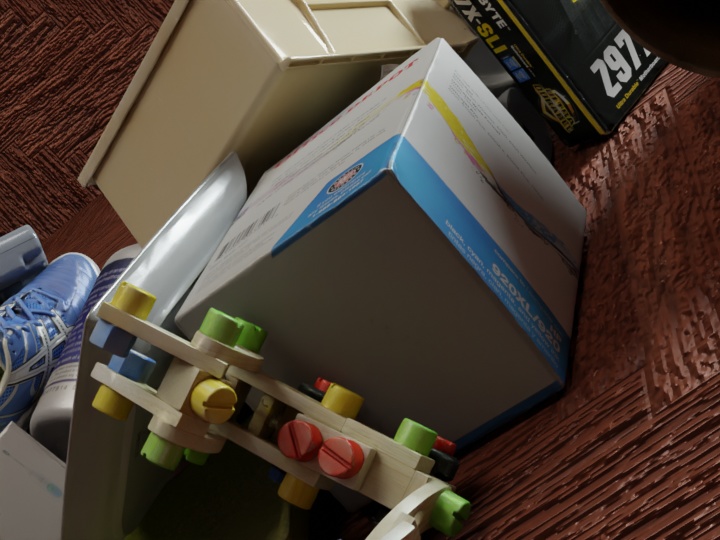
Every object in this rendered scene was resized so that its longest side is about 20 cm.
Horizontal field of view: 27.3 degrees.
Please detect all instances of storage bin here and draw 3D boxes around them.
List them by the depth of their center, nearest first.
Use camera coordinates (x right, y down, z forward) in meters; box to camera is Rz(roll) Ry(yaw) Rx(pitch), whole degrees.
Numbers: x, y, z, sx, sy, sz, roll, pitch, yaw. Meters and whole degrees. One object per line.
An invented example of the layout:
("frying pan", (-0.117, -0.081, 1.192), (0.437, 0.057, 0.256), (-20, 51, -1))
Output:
("storage bin", (-0.050, -0.107, 0.987), (0.198, 0.094, 0.200), (-14, -31, -47))

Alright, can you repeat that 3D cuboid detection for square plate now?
("square plate", (-0.113, 0.059, 0.851), (0.198, 0.028, 0.200), (-59, -15, -56))

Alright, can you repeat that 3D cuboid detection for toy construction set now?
("toy construction set", (-0.026, 0.083, 0.666), (0.092, 0.200, 0.131), (-50, -26, 3))

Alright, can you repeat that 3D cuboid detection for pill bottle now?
("pill bottle", (-0.142, 0.050, 1.053), (0.120, 0.120, 0.200), (-26, 37, 48))

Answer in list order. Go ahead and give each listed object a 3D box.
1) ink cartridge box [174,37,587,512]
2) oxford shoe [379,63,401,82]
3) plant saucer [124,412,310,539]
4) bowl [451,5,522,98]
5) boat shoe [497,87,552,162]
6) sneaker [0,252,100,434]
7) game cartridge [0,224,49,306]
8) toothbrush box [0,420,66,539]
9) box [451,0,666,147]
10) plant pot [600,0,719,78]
("ink cartridge box", (0.022, -0.004, 0.811), (0.147, 0.145, 0.200), (-35, 16, 26))
("oxford shoe", (-0.006, -0.048, 0.948), (0.200, 0.084, 0.073), (-60, 10, 26))
("plant saucer", (-0.096, 0.170, 0.806), (0.200, 0.048, 0.200), (-39, 14, 12))
("bowl", (0.089, -0.189, 1.077), (0.201, 0.201, 0.090), (-39, 18, 12))
("boat shoe", (0.080, -0.068, 0.992), (0.068, 0.074, 0.199), (-35, 14, 21))
("sneaker", (-0.240, 0.058, 1.053), (0.077, 0.075, 0.200), (91, -161, -49))
("game cartridge", (-0.306, 0.028, 1.171), (0.133, 0.042, 0.200), (-24, -9, -13))
("toothbrush box", (-0.255, 0.206, 0.956), (0.147, 0.085, 0.200), (-52, 0, -36))
("box", (0.159, -0.208, 1.020), (0.200, 0.160, 0.049), (-48, 18, -29))
("plant pot", (0.247, -0.227, 0.865), (0.187, 0.187, 0.200), (-31, 3, 37))
